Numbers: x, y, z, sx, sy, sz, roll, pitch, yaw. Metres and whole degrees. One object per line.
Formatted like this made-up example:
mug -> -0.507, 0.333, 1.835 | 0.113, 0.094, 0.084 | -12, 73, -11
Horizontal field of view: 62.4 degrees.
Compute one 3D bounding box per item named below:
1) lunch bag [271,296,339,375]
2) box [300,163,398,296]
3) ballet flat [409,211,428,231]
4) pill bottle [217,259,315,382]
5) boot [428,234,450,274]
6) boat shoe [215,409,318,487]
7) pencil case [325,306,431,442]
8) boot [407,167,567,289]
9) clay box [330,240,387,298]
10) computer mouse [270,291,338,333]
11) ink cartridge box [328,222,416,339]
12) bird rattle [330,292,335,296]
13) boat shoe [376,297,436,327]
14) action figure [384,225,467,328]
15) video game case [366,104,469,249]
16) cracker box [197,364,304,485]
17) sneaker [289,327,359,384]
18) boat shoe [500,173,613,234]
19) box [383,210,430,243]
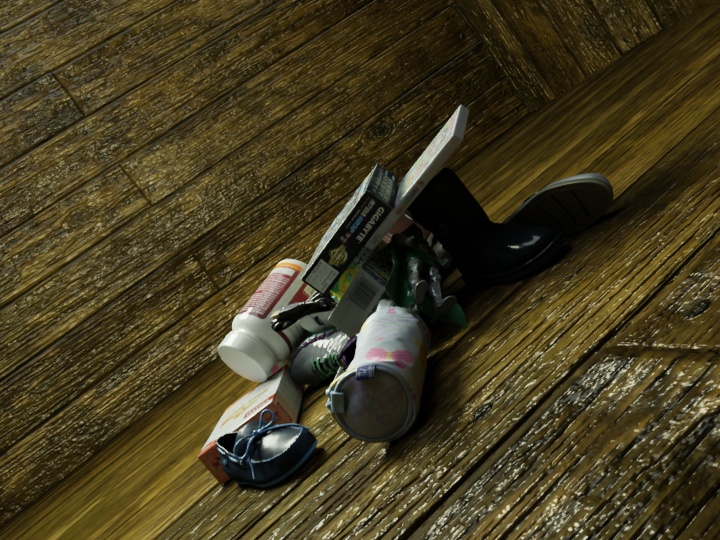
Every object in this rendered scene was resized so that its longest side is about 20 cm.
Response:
lunch bag -> -0.103, 0.139, 1.149 | 0.160, 0.077, 0.200 | -35, 10, 22
box -> -0.011, -0.067, 0.877 | 0.159, 0.046, 0.200 | -52, 8, 19
ballet flat -> 0.152, -0.063, 0.965 | 0.200, 0.067, 0.046 | 12, -64, -42
pill bottle -> -0.149, 0.086, 1.029 | 0.114, 0.114, 0.200 | -29, 22, 53
boot -> 0.134, -0.023, 1.140 | 0.174, 0.069, 0.200 | -48, 2, -21
boat shoe -> -0.130, 0.222, 0.730 | 0.200, 0.069, 0.084 | -31, 8, 43
pencil case -> 0.026, 0.105, 0.647 | 0.091, 0.083, 0.200 | -12, 12, 15
boot -> 0.156, -0.065, 0.801 | 0.076, 0.168, 0.200 | -42, 7, -25
clay box -> 0.000, 0.000, 1.001 | 0.115, 0.048, 0.200 | -52, -4, -1
computer mouse -> -0.061, 0.077, 0.959 | 0.110, 0.044, 0.200 | -26, -16, 13
ink cartridge box -> 0.038, 0.009, 0.887 | 0.200, 0.050, 0.109 | -39, -15, -54
bird rattle -> -0.001, 0.042, 1.444 | 0.163, 0.113, 0.200 | -19, 1, 32
boat shoe -> 0.082, 0.054, 0.843 | 0.068, 0.072, 0.200 | 2, 6, 19
action figure -> 0.079, -0.010, 0.790 | 0.055, 0.118, 0.200 | -53, 19, 21
video game case -> 0.080, -0.132, 0.837 | 0.200, 0.018, 0.143 | -51, 9, 31
cracker box -> -0.160, 0.228, 0.919 | 0.134, 0.058, 0.200 | -37, 6, 2
sneaker -> -0.041, 0.131, 0.918 | 0.200, 0.074, 0.088 | -34, 11, 22
boat shoe -> 0.258, -0.083, 0.811 | 0.068, 0.075, 0.200 | -48, 10, -36
box -> 0.046, -0.026, 1.171 | 0.200, 0.100, 0.075 | -57, 0, 16
